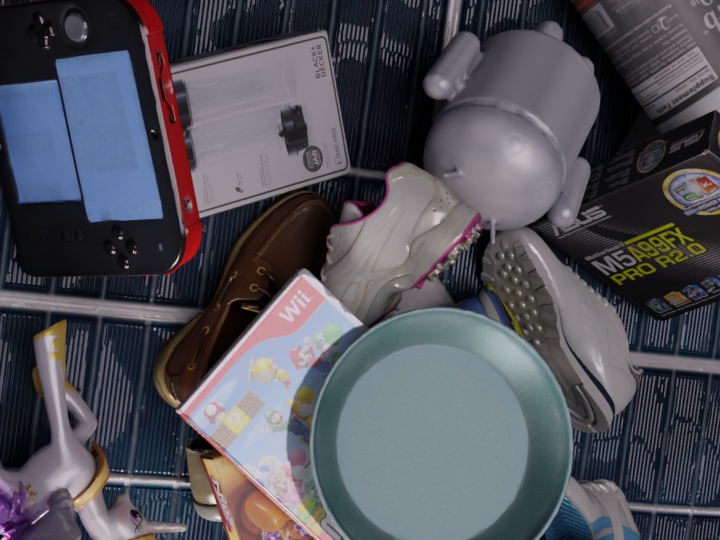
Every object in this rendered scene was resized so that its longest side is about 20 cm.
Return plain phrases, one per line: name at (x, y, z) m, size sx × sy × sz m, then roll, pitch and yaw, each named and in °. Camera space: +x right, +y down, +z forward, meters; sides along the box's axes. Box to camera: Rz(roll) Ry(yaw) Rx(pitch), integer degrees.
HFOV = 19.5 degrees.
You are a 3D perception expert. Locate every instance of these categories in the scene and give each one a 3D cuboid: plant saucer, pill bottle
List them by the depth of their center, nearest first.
plant saucer at (0.056, 0.128, 1.535) m, size 0.199 × 0.036 × 0.201 m, roll 1°, pitch 84°, yaw -14°
pill bottle at (0.269, -0.179, 1.711) m, size 0.116 × 0.116 × 0.200 m, roll -35°, pitch 91°, yaw -19°

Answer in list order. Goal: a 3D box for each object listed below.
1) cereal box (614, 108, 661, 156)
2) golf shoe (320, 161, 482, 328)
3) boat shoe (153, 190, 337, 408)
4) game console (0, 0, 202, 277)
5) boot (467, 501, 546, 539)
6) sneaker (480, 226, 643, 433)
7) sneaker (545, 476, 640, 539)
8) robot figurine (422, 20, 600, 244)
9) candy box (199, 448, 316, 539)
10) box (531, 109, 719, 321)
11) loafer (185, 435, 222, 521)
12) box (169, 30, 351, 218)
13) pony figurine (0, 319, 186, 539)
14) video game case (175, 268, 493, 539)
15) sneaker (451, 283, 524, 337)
cereal box at (0.309, -0.117, 1.811) m, size 0.144 × 0.039 × 0.200 m, roll 36°, pitch 79°, yaw -24°
golf shoe at (0.000, 0.000, 1.597) m, size 0.200 × 0.075 × 0.092 m, roll -43°, pitch 88°, yaw 17°
boat shoe at (-0.077, 0.027, 1.612) m, size 0.072 × 0.068 × 0.200 m, roll 42°, pitch 77°, yaw -25°
game console at (-0.198, -0.094, 1.482) m, size 0.031 × 0.176 × 0.201 m, roll -26°, pitch 109°, yaw -53°
boot at (0.143, 0.283, 1.583) m, size 0.073 × 0.163 × 0.199 m, roll -25°, pitch 134°, yaw -9°
sneaker at (0.170, 0.038, 1.748) m, size 0.080 × 0.076 × 0.200 m, roll -43°, pitch 117°, yaw -29°
sneaker at (0.177, 0.205, 1.735) m, size 0.200 × 0.076 × 0.081 m, roll 53°, pitch 43°, yaw -51°
robot figurine at (0.119, -0.110, 1.650) m, size 0.170 × 0.113 × 0.200 m, roll 43°, pitch 47°, yaw -14°
candy box at (-0.008, 0.162, 1.584) m, size 0.199 × 0.056 × 0.117 m, roll -19°, pitch 92°, yaw -15°
box at (0.266, -0.040, 1.710) m, size 0.160 × 0.200 × 0.044 m, roll 35°, pitch 54°, yaw -27°
loafer at (-0.052, 0.116, 1.631) m, size 0.200 × 0.075 × 0.070 m, roll -35°, pitch 114°, yaw -20°
box at (-0.111, -0.105, 1.567) m, size 0.199 × 0.060 × 0.117 m, roll -20°, pitch 105°, yaw -34°
pony figurine at (-0.241, 0.164, 1.512) m, size 0.193 × 0.166 × 0.201 m, roll -30°, pitch 93°, yaw -29°
video game case at (-0.017, 0.117, 1.547) m, size 0.200 × 0.017 × 0.143 m, roll 43°, pitch 77°, yaw -8°
sneaker at (0.103, 0.107, 1.663) m, size 0.082 × 0.201 × 0.074 m, roll -23°, pitch 140°, yaw 10°
